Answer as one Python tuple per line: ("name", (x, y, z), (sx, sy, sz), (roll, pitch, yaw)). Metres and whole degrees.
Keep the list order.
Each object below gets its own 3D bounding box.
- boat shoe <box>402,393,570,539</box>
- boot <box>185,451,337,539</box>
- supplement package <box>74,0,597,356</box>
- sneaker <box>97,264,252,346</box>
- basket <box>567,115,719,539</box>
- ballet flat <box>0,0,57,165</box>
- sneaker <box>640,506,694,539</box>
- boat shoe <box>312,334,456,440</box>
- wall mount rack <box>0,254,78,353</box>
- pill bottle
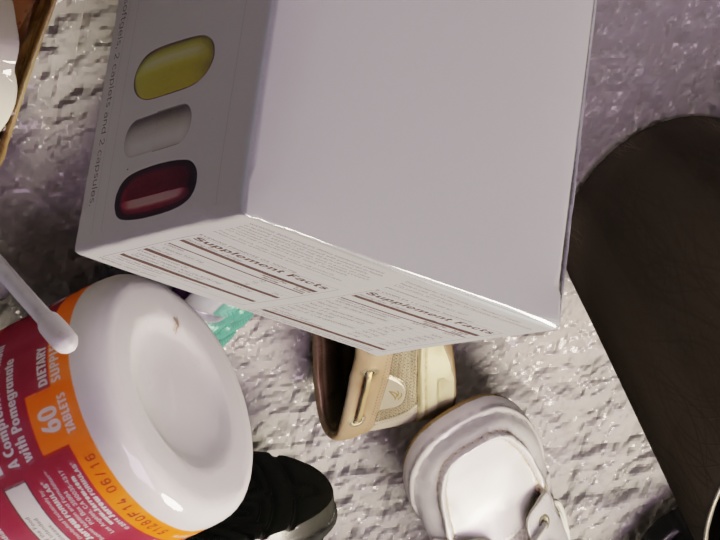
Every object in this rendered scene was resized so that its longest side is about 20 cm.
("boat shoe", (0.074, 0.132, 1.244), (0.071, 0.069, 0.200), (-28, 144, -4))
("boot", (-0.102, 0.179, 1.205), (0.211, 0.079, 0.158), (-16, 123, -3))
("supplement package", (-0.002, -0.087, 0.979), (0.156, 0.111, 0.200), (19, 71, -36))
("sneaker", (-0.084, -0.008, 1.107), (0.200, 0.088, 0.074), (-43, 173, 29))
("basket", (0.184, 0.027, 1.163), (0.180, 0.200, 0.136), (-38, 131, 1))
("ballet flat", (-0.136, -0.114, 0.989), (0.069, 0.063, 0.200), (5, 120, -28))
("sneaker", (0.228, 0.120, 1.351), (0.200, 0.075, 0.079), (-40, 145, 13))
("boat shoe", (0.000, 0.000, 1.136), (0.064, 0.071, 0.200), (-20, 131, -14))
("wall mount rack", (-0.202, -0.011, 0.975), (0.174, 0.075, 0.200), (-15, 144, 41))
("pill bottle", (-0.153, 0.087, 1.058), (0.200, 0.110, 0.110), (-25, 136, 24))
